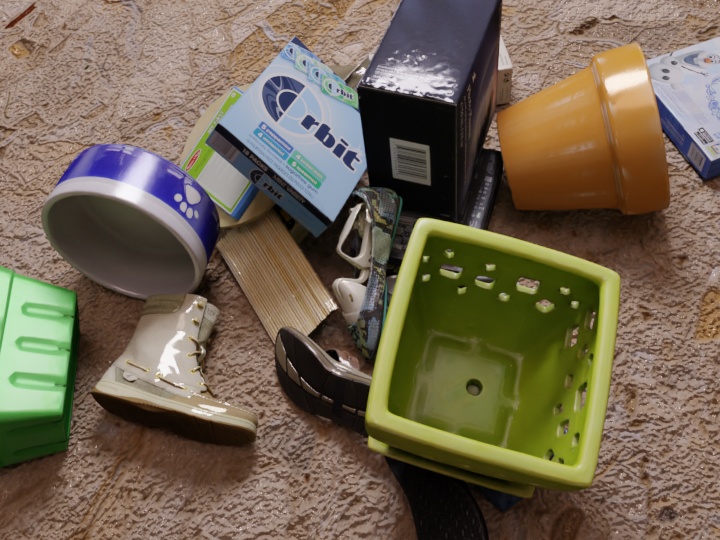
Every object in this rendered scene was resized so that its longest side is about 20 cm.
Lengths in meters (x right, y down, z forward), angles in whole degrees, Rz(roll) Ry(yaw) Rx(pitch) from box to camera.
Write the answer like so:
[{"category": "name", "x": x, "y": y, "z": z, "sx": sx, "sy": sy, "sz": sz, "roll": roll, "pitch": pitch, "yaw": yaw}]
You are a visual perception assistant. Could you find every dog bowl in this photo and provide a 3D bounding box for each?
[{"category": "dog bowl", "x": -0.272, "y": -0.053, "z": 0.965, "sx": 0.197, "sy": 0.202, "sz": 0.080, "roll": 9, "pitch": 53, "yaw": 12}]

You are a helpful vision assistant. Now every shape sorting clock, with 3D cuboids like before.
[{"category": "shape sorting clock", "x": -0.157, "y": -0.151, "z": 1.050, "sx": 0.197, "sy": 0.039, "sz": 0.204, "roll": -8, "pitch": 72, "yaw": 24}]

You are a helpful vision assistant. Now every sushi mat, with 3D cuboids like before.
[{"category": "sushi mat", "x": -0.107, "y": 0.005, "z": 0.993, "sx": 0.096, "sy": 0.012, "sz": 0.201, "roll": -45, "pitch": 59, "yaw": 16}]

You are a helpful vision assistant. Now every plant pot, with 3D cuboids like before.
[{"category": "plant pot", "x": 0.112, "y": 0.097, "z": 0.756, "sx": 0.197, "sy": 0.182, "sz": 0.202, "roll": 15, "pitch": 66, "yaw": 3}, {"category": "plant pot", "x": 0.271, "y": -0.158, "z": 1.001, "sx": 0.180, "sy": 0.201, "sz": 0.203, "roll": -12, "pitch": 53, "yaw": 17}]

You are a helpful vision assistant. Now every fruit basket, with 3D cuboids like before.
[{"category": "fruit basket", "x": -0.427, "y": 0.116, "z": 0.908, "sx": 0.212, "sy": 0.156, "sz": 0.218, "roll": 8, "pitch": 52, "yaw": -10}]

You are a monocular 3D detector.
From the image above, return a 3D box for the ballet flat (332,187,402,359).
[{"category": "ballet flat", "x": 0.000, "y": 0.000, "z": 0.942, "sx": 0.073, "sy": 0.074, "sz": 0.204, "roll": 6, "pitch": 80, "yaw": 10}]

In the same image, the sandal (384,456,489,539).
[{"category": "sandal", "x": 0.082, "y": 0.233, "z": 0.820, "sx": 0.075, "sy": 0.045, "sz": 0.201, "roll": -43, "pitch": 42, "yaw": 14}]

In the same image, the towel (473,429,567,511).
[{"category": "towel", "x": 0.125, "y": 0.154, "z": 0.875, "sx": 0.111, "sy": 0.049, "sz": 0.200, "roll": -35, "pitch": 59, "yaw": -16}]

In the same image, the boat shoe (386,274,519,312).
[{"category": "boat shoe", "x": 0.099, "y": 0.027, "z": 0.922, "sx": 0.200, "sy": 0.066, "sz": 0.074, "roll": 13, "pitch": 35, "yaw": 44}]

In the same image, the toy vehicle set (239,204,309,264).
[{"category": "toy vehicle set", "x": -0.125, "y": -0.116, "z": 1.062, "sx": 0.124, "sy": 0.026, "sz": 0.201, "roll": -47, "pitch": 58, "yaw": 13}]

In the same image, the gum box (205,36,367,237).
[{"category": "gum box", "x": -0.067, "y": -0.165, "z": 0.971, "sx": 0.169, "sy": 0.044, "sz": 0.201, "roll": 39, "pitch": 49, "yaw": -12}]

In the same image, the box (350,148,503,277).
[{"category": "box", "x": 0.089, "y": -0.079, "z": 1.037, "sx": 0.155, "sy": 0.051, "sz": 0.202, "roll": 12, "pitch": 58, "yaw": 13}]

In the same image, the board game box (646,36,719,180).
[{"category": "board game box", "x": 0.507, "y": -0.235, "z": 1.107, "sx": 0.196, "sy": 0.044, "sz": 0.202, "roll": -19, "pitch": 55, "yaw": -7}]

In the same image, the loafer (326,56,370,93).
[{"category": "loafer", "x": -0.061, "y": -0.247, "z": 1.099, "sx": 0.198, "sy": 0.070, "sz": 0.075, "roll": -19, "pitch": 20, "yaw": 34}]

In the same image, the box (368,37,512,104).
[{"category": "box", "x": 0.114, "y": -0.277, "z": 1.160, "sx": 0.196, "sy": 0.069, "sz": 0.083, "roll": -10, "pitch": 55, "yaw": -2}]

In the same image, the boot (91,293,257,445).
[{"category": "boot", "x": -0.190, "y": 0.108, "z": 0.926, "sx": 0.197, "sy": 0.073, "sz": 0.156, "roll": 12, "pitch": 55, "yaw": 14}]

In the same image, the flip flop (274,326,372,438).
[{"category": "flip flop", "x": -0.019, "y": 0.124, "z": 0.899, "sx": 0.198, "sy": 0.082, "sz": 0.057, "roll": 22, "pitch": 24, "yaw": 30}]

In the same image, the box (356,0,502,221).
[{"category": "box", "x": 0.091, "y": -0.207, "z": 0.970, "sx": 0.121, "sy": 0.201, "sz": 0.200, "roll": 13, "pitch": 59, "yaw": 15}]
